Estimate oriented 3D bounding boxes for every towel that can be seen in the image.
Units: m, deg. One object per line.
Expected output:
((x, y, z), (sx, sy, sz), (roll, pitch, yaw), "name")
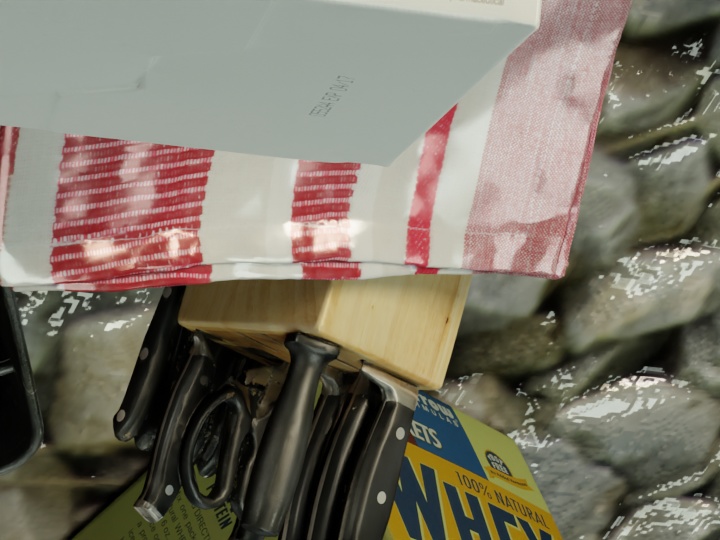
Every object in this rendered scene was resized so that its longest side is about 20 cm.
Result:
((-0.012, -0.060, 0.892), (0.199, 0.023, 0.145), (-2, 120, -25), "towel")

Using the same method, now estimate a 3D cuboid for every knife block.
((0.000, 0.000, 0.980), (0.200, 0.176, 0.064), (-43, 137, 20), "knife block")

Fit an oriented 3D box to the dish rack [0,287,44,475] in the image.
((-0.215, 0.027, 0.999), (0.199, 0.055, 0.154), (-16, 138, -9), "dish rack")

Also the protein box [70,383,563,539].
((-0.017, 0.174, 1.141), (0.200, 0.199, 0.135), (-42, 137, 20), "protein box")

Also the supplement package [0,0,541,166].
((-0.047, -0.101, 0.723), (0.155, 0.111, 0.200), (6, 172, -8), "supplement package")
